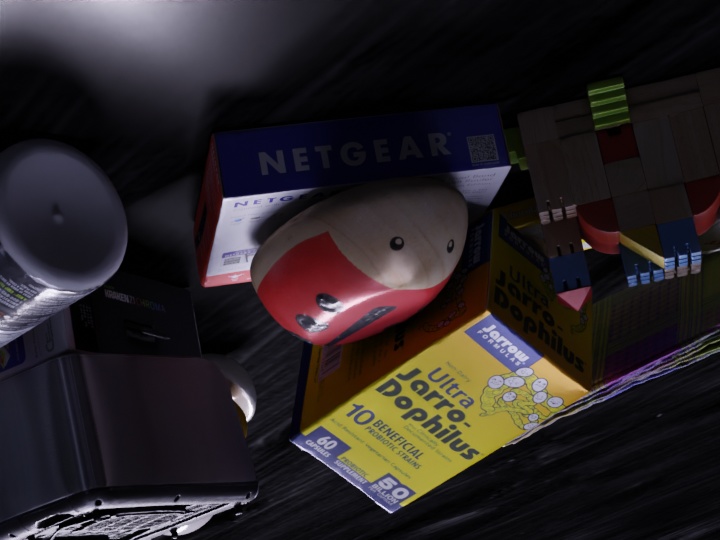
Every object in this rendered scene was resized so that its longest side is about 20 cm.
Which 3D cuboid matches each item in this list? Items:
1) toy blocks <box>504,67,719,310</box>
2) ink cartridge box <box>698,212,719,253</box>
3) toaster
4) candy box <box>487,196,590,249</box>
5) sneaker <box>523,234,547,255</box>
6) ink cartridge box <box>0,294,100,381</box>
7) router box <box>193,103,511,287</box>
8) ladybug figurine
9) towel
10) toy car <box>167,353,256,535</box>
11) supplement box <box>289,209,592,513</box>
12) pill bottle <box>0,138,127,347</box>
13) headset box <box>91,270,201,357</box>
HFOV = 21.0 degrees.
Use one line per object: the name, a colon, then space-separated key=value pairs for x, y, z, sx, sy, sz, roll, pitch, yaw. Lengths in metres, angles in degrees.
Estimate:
toy blocks: x=0.196 y=-0.054 z=1.333 sx=0.200 sy=0.137 sz=0.100 roll=-13 pitch=162 yaw=5
ink cartridge box: x=0.331 y=-0.085 z=1.400 sx=0.146 sy=0.084 sz=0.200 roll=0 pitch=160 yaw=-29
toaster: x=-0.208 y=0.144 z=1.422 sx=0.181 sy=0.119 sz=0.200 roll=-26 pitch=161 yaw=36
candy box: x=0.168 y=-0.040 z=1.541 sx=0.200 sy=0.026 sz=0.102 roll=-16 pitch=158 yaw=15
sneaker: x=0.087 y=0.058 z=1.538 sx=0.200 sy=0.070 sz=0.076 roll=-43 pitch=153 yaw=12
ink cartridge box: x=-0.279 y=0.044 z=1.419 sx=0.200 sy=0.100 sz=0.039 roll=-21 pitch=161 yaw=31
router box: x=-0.012 y=-0.051 z=1.365 sx=0.200 sy=0.049 sz=0.180 roll=-7 pitch=162 yaw=-11
ladybug figurine: x=0.000 y=0.000 z=1.327 sx=0.136 sy=0.072 sz=0.200 roll=-1 pitch=160 yaw=-28
towel: x=0.191 y=0.053 z=1.420 sx=0.200 sy=0.023 sz=0.144 roll=-28 pitch=-162 yaw=21
toy car: x=-0.201 y=0.146 z=1.730 sx=0.200 sy=0.175 sz=0.150 roll=-25 pitch=123 yaw=39
supplement box: x=0.058 y=0.068 z=1.400 sx=0.109 sy=0.110 sz=0.200 roll=38 pitch=125 yaw=-25
pill bottle: x=-0.250 y=-0.003 z=1.282 sx=0.106 sy=0.106 sz=0.200 roll=6 pitch=156 yaw=-42
headset box: x=-0.241 y=0.068 z=1.525 sx=0.200 sy=0.093 sz=0.174 roll=-20 pitch=161 yaw=24
